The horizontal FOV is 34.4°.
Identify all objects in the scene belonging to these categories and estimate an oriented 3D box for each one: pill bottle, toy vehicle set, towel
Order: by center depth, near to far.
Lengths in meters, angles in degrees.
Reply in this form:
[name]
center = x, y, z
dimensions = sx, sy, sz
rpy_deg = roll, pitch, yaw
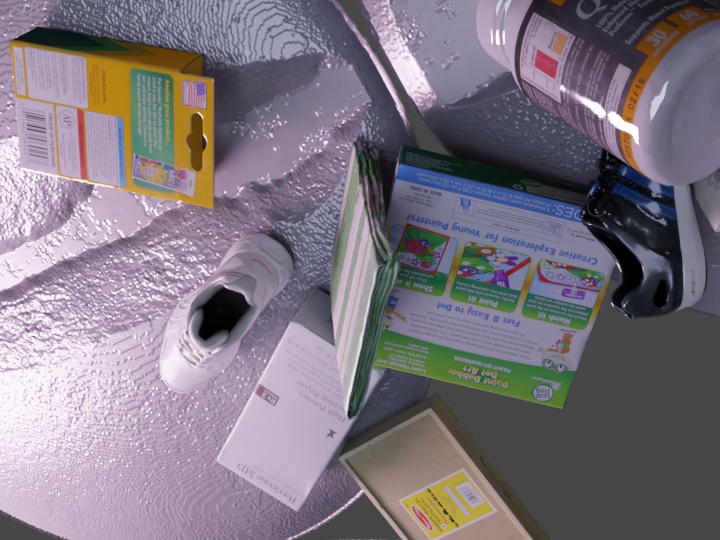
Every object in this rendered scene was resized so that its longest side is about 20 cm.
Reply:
[pill bottle]
center = 0.176, -0.152, 0.814
dimensions = 0.200, 0.116, 0.117
rpy_deg = 44, 134, 43
[towel]
center = 0.000, 0.000, 0.964
dimensions = 0.023, 0.201, 0.154
rpy_deg = 6, 122, -11
[toy vehicle set]
center = 0.084, 0.228, 1.146
dimensions = 0.124, 0.027, 0.201
rpy_deg = -31, 103, 30

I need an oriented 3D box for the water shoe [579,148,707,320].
[water shoe]
center = 0.206, -0.061, 0.891
dimensions = 0.078, 0.071, 0.202
rpy_deg = -17, 91, -8

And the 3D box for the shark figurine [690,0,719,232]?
[shark figurine]
center = 0.284, -0.129, 0.875
dimensions = 0.089, 0.128, 0.217
rpy_deg = -6, 98, -5

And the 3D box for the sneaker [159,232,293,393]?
[sneaker]
center = -0.146, 0.053, 1.096
dimensions = 0.078, 0.099, 0.200
rpy_deg = 36, 122, -1

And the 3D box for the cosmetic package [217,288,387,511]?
[cosmetic package]
center = -0.051, 0.126, 1.116
dimensions = 0.101, 0.074, 0.201
rpy_deg = 30, 121, 3

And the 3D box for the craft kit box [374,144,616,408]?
[craft kit box]
center = 0.107, 0.009, 0.992
dimensions = 0.198, 0.049, 0.199
rpy_deg = 14, 118, -2

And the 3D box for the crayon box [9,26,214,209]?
[crayon box]
center = -0.213, -0.138, 1.050
dimensions = 0.198, 0.052, 0.127
rpy_deg = 13, 120, 14
